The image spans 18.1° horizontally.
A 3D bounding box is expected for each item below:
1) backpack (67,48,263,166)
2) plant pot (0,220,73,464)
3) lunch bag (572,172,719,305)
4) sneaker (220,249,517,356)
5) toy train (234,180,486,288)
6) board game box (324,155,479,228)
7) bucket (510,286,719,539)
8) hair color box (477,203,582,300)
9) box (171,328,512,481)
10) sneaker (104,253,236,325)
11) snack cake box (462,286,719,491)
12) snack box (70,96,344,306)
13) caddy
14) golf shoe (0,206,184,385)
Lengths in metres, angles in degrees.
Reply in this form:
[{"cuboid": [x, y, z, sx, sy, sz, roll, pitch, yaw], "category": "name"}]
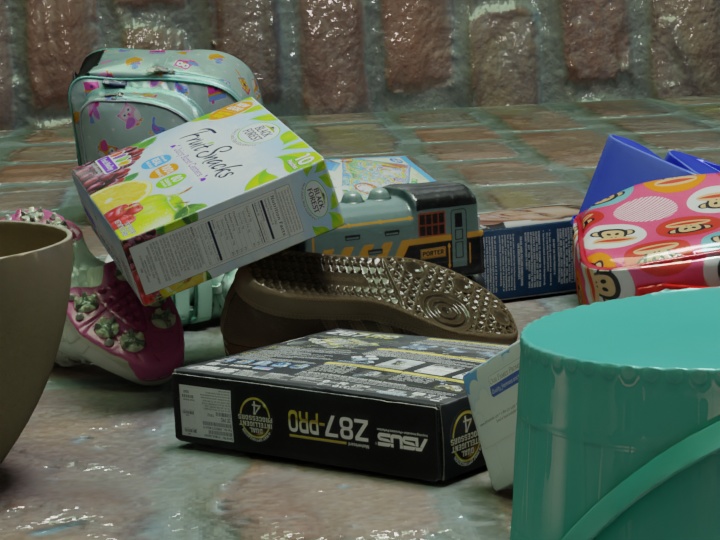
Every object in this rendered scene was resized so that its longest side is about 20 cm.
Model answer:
[{"cuboid": [-0.199, -0.139, 2.356, 0.198, 0.177, 0.154, -3, 25, 1], "category": "backpack"}, {"cuboid": [-0.254, 0.052, 1.247, 0.198, 0.136, 0.200, -3, 8, 0], "category": "plant pot"}, {"cuboid": [0.233, -0.004, 1.414, 0.198, 0.083, 0.176, -7, 16, 6], "category": "lunch bag"}, {"cuboid": [0.003, 0.036, 1.485, 0.198, 0.076, 0.071, 11, 37, -19], "category": "sneaker"}, {"cuboid": [0.000, 0.000, 1.577, 0.198, 0.115, 0.085, -7, 9, -28], "category": "toy train"}, {"cuboid": [-0.002, -0.048, 1.729, 0.133, 0.035, 0.200, -3, 16, -14], "category": "board game box"}, {"cuboid": [0.153, 0.087, 0.899, 0.205, 0.136, 0.207, -4, 9, 1], "category": "bucket"}, {"cuboid": [0.105, -0.013, 1.808, 0.198, 0.061, 0.100, -6, 10, -27], "category": "hair color box"}, {"cuboid": [0.014, 0.073, 1.318, 0.199, 0.050, 0.161, 4, 13, 37], "category": "box"}, {"cuboid": [-0.110, 0.007, 1.703, 0.117, 0.075, 0.200, 5, 12, 25], "category": "sneaker"}, {"cuboid": [0.170, 0.056, 1.189, 0.198, 0.068, 0.115, -7, -17, -30], "category": "snack cake box"}, {"cuboid": [-0.105, -0.050, 1.499, 0.141, 0.053, 0.200, -21, 21, -10], "category": "snack box"}, {"cuboid": [0.249, -0.027, 1.709, 0.140, 0.106, 0.200, 10, 12, -34], "category": "caddy"}, {"cuboid": [-0.187, 0.033, 1.561, 0.075, 0.092, 0.200, -27, 45, -30], "category": "golf shoe"}]
